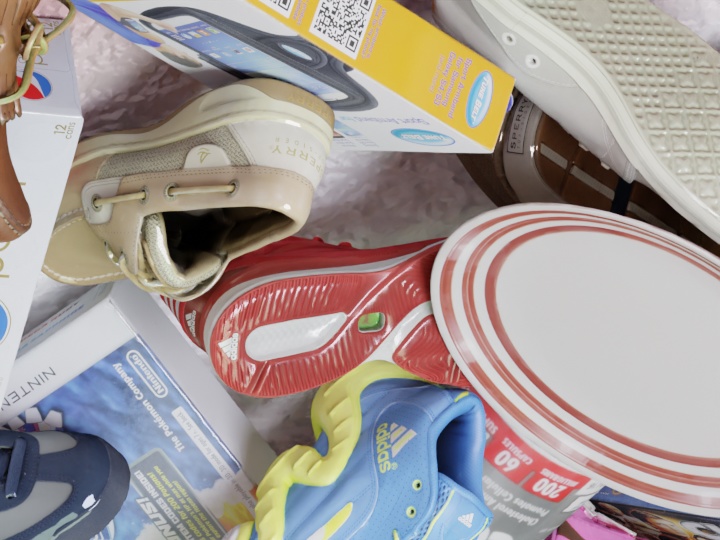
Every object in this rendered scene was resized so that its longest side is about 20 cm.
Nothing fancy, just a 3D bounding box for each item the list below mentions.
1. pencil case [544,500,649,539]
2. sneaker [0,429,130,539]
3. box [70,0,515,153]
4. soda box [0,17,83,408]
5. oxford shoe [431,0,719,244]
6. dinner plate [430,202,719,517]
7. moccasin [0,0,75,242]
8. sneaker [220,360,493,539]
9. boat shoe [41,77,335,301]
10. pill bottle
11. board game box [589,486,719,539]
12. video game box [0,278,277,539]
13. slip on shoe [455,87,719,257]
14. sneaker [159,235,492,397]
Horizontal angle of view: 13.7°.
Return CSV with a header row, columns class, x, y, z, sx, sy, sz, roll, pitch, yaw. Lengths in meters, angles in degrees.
class,x,y,z,sx,sy,sz,roll,pitch,yaw
pencil case,0.165,0.184,1.555,0.199,0.091,0.094,22,88,-18
sneaker,-0.209,0.099,1.382,0.199,0.070,0.082,-11,138,13
box,-0.028,-0.096,1.267,0.200,0.042,0.119,31,163,-37
soda box,-0.178,-0.021,1.335,0.068,0.064,0.201,4,134,-18
oxford shoe,0.109,-0.079,1.300,0.200,0.075,0.058,41,142,1
dinner plate,0.123,0.036,1.304,0.199,0.024,0.201,21,146,15
moccasin,-0.155,-0.110,1.196,0.077,0.074,0.203,-9,103,-1
sneaker,-0.004,0.127,1.366,0.105,0.201,0.076,1,150,46
boat shoe,-0.087,-0.023,1.317,0.072,0.065,0.199,25,150,-33
pill bottle,0.037,0.109,1.500,0.113,0.114,0.200,22,126,-34
board game box,0.215,0.135,1.550,0.199,0.035,0.135,5,159,48
video game box,-0.127,0.126,1.455,0.182,0.047,0.200,-33,104,22
slip on shoe,0.111,-0.031,1.415,0.060,0.077,0.200,7,164,39
sneaker,0.000,0.000,1.392,0.199,0.115,0.079,0,114,-31
